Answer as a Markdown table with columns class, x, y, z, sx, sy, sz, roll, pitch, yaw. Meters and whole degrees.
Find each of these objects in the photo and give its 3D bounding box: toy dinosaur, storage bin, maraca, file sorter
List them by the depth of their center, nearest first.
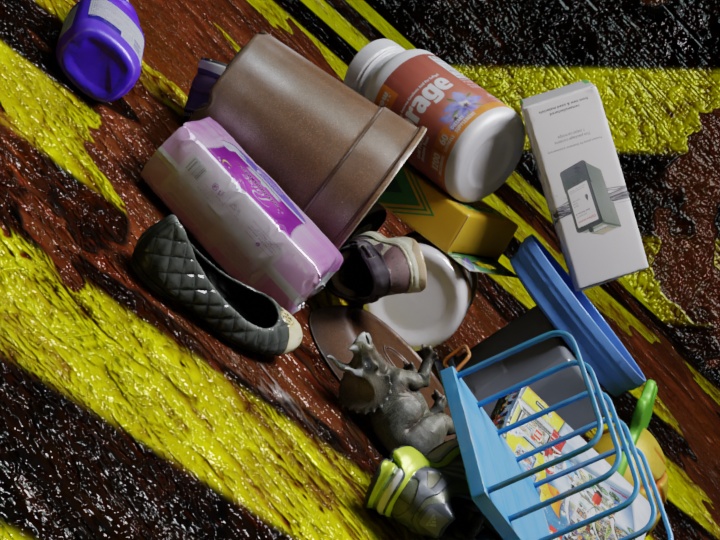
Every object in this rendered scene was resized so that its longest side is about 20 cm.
| class | x | y | z | sx | sy | sz | roll | pitch | yaw |
| --- | --- | --- | --- | --- | --- | --- | --- | --- | --- |
| file sorter | 0.172 | 0.168 | 1.454 | 0.200 | 0.122 | 0.139 | 53 | 16 | -43 |
| toy dinosaur | 0.046 | 0.137 | 1.560 | 0.102 | 0.077 | 0.201 | -39 | 100 | -32 |
| storage bin | 0.170 | 0.121 | 1.792 | 0.146 | 0.134 | 0.200 | 48 | 8 | -19 |
| maraca | 0.282 | 0.215 | 1.819 | 0.106 | 0.202 | 0.137 | 19 | -5 | 11 |

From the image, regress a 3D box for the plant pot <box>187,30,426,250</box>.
| class | x | y | z | sx | sy | sz | roll | pitch | yaw |
| --- | --- | --- | --- | --- | --- | --- | --- | --- | --- |
| plant pot | -0.070 | -0.124 | 1.725 | 0.198 | 0.201 | 0.200 | 37 | 14 | -3 |

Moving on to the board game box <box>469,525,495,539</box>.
| class | x | y | z | sx | sy | sz | roll | pitch | yaw |
| --- | --- | --- | --- | --- | --- | --- | --- | --- | --- |
| board game box | 0.111 | 0.287 | 1.398 | 0.126 | 0.035 | 0.200 | 49 | 13 | 8 |

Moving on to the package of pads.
| class | x | y | z | sx | sy | sz | roll | pitch | yaw |
| --- | --- | --- | --- | --- | --- | --- | --- | --- | --- |
| package of pads | -0.110 | -0.049 | 1.593 | 0.200 | 0.076 | 0.121 | 47 | 12 | 0 |

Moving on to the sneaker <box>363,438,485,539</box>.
| class | x | y | z | sx | sy | sz | roll | pitch | yaw |
| --- | --- | --- | --- | --- | --- | --- | --- | --- | --- |
| sneaker | 0.076 | 0.197 | 1.449 | 0.081 | 0.074 | 0.200 | 37 | 16 | 23 |

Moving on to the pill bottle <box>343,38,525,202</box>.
| class | x | y | z | sx | sy | sz | roll | pitch | yaw |
| --- | --- | --- | --- | --- | --- | --- | --- | --- | --- |
| pill bottle | 0.075 | -0.169 | 1.837 | 0.200 | 0.113 | 0.112 | 39 | 7 | 34 |

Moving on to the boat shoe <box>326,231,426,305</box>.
| class | x | y | z | sx | sy | sz | roll | pitch | yaw |
| --- | --- | --- | --- | --- | --- | --- | --- | --- | --- |
| boat shoe | 0.000 | 0.000 | 1.705 | 0.200 | 0.064 | 0.073 | -178 | -100 | -66 |

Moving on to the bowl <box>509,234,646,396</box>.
| class | x | y | z | sx | sy | sz | roll | pitch | yaw |
| --- | --- | --- | --- | --- | --- | --- | --- | --- | --- |
| bowl | 0.230 | 0.051 | 1.814 | 0.201 | 0.039 | 0.201 | 50 | 8 | -9 |

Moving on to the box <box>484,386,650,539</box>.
| class | x | y | z | sx | sy | sz | roll | pitch | yaw |
| --- | --- | --- | --- | --- | --- | --- | --- | --- | --- |
| box | 0.194 | 0.228 | 1.663 | 0.200 | 0.038 | 0.137 | 43 | 50 | -15 |

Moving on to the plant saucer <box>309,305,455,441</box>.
| class | x | y | z | sx | sy | sz | roll | pitch | yaw |
| --- | --- | --- | --- | --- | --- | --- | --- | --- | --- |
| plant saucer | 0.030 | 0.104 | 1.679 | 0.200 | 0.034 | 0.201 | 43 | 14 | -14 |

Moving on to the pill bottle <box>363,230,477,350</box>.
| class | x | y | z | sx | sy | sz | roll | pitch | yaw |
| --- | --- | --- | --- | --- | --- | --- | --- | --- | --- |
| pill bottle | 0.072 | 0.014 | 1.884 | 0.114 | 0.114 | 0.200 | 46 | 13 | 0 |

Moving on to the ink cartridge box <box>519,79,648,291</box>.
| class | x | y | z | sx | sy | sz | roll | pitch | yaw |
| --- | --- | --- | --- | --- | --- | --- | --- | --- | --- |
| ink cartridge box | 0.237 | -0.094 | 1.813 | 0.146 | 0.083 | 0.202 | -68 | 141 | -80 |

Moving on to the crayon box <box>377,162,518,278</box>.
| class | x | y | z | sx | sy | sz | roll | pitch | yaw |
| --- | --- | --- | --- | --- | --- | --- | --- | --- | --- |
| crayon box | 0.086 | -0.070 | 1.858 | 0.200 | 0.052 | 0.125 | 38 | 15 | 27 |

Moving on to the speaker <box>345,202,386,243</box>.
| class | x | y | z | sx | sy | sz | roll | pitch | yaw |
| --- | --- | --- | --- | --- | --- | --- | --- | --- | --- |
| speaker | -0.060 | -0.115 | 1.922 | 0.200 | 0.081 | 0.081 | 51 | 14 | 15 |

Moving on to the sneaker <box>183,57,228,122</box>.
| class | x | y | z | sx | sy | sz | roll | pitch | yaw |
| --- | --- | --- | --- | --- | --- | --- | --- | --- | --- |
| sneaker | -0.102 | -0.156 | 1.854 | 0.199 | 0.088 | 0.076 | 21 | 0 | -23 |

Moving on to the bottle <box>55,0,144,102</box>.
| class | x | y | z | sx | sy | sz | roll | pitch | yaw |
| --- | --- | --- | --- | --- | --- | --- | --- | --- | --- |
| bottle | -0.256 | -0.232 | 1.688 | 0.083 | 0.065 | 0.200 | 42 | 14 | -20 |

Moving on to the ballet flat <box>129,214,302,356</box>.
| class | x | y | z | sx | sy | sz | roll | pitch | yaw |
| --- | --- | --- | --- | --- | --- | --- | --- | --- | --- |
| ballet flat | -0.111 | 0.019 | 1.433 | 0.200 | 0.057 | 0.067 | 34 | 19 | -43 |
